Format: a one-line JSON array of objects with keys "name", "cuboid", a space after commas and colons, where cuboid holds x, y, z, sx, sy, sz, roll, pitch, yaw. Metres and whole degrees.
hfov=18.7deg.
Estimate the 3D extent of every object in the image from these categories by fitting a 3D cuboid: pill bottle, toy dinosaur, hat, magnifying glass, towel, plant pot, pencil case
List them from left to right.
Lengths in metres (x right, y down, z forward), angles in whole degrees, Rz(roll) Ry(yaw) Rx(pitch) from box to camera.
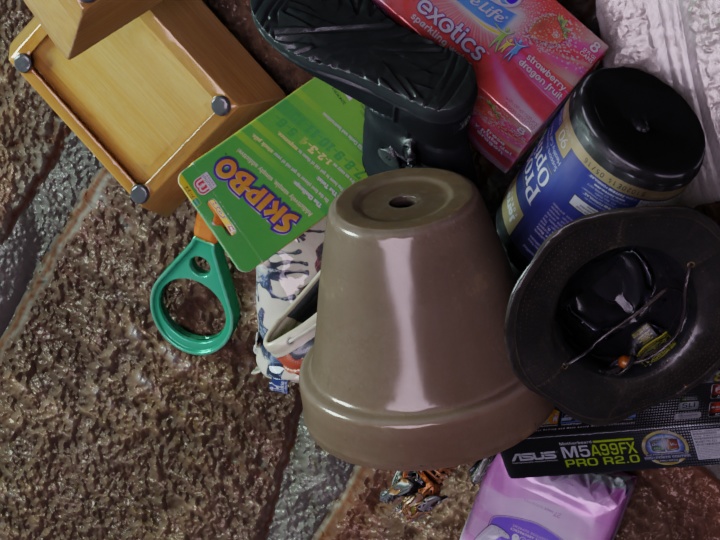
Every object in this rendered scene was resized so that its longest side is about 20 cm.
[{"name": "magnifying glass", "cuboid": [-0.132, -0.012, 1.836, 0.079, 0.022, 0.201, 22, 126, 11]}, {"name": "pencil case", "cuboid": [-0.055, -0.003, 1.808, 0.089, 0.078, 0.202, -4, 106, 3]}, {"name": "plant pot", "cuboid": [0.045, 0.024, 1.624, 0.198, 0.200, 0.176, 2, 118, 18]}, {"name": "toy dinosaur", "cuboid": [0.065, 0.100, 1.784, 0.135, 0.102, 0.201, 29, 75, 19]}, {"name": "pill bottle", "cuboid": [0.171, -0.052, 1.672, 0.112, 0.112, 0.200, 38, 135, 5]}, {"name": "hat", "cuboid": [0.184, 0.013, 1.591, 0.199, 0.081, 0.202, -10, 128, -13]}, {"name": "towel", "cuboid": [0.259, -0.146, 1.681, 0.131, 0.034, 0.202, -10, 103, 22]}]

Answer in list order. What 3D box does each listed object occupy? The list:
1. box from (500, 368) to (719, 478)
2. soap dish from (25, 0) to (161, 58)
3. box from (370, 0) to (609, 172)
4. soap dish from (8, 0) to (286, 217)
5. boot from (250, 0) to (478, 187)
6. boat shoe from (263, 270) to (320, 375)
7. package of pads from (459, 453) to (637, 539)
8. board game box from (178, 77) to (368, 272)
[{"name": "box", "cuboid": [0.215, 0.085, 1.697, 0.198, 0.161, 0.044, -6, 129, 21]}, {"name": "soap dish", "cuboid": [-0.190, -0.285, 1.702, 0.199, 0.081, 0.158, -35, 89, -18]}, {"name": "box", "cuboid": [0.078, -0.187, 1.677, 0.200, 0.095, 0.103, 42, 71, 4]}, {"name": "soap dish", "cuboid": [-0.183, -0.162, 1.802, 0.200, 0.081, 0.157, 47, 114, -1]}, {"name": "boot", "cuboid": [0.004, -0.129, 1.671, 0.199, 0.077, 0.169, 30, 155, 16]}, {"name": "boat shoe", "cuboid": [0.000, 0.000, 1.755, 0.062, 0.071, 0.201, 40, 84, -29]}, {"name": "package of pads", "cuboid": [0.140, 0.238, 1.816, 0.120, 0.076, 0.201, 24, 112, 14]}, {"name": "board game box", "cuboid": [-0.046, -0.088, 1.736, 0.096, 0.200, 0.030, 55, 156, -3]}]
